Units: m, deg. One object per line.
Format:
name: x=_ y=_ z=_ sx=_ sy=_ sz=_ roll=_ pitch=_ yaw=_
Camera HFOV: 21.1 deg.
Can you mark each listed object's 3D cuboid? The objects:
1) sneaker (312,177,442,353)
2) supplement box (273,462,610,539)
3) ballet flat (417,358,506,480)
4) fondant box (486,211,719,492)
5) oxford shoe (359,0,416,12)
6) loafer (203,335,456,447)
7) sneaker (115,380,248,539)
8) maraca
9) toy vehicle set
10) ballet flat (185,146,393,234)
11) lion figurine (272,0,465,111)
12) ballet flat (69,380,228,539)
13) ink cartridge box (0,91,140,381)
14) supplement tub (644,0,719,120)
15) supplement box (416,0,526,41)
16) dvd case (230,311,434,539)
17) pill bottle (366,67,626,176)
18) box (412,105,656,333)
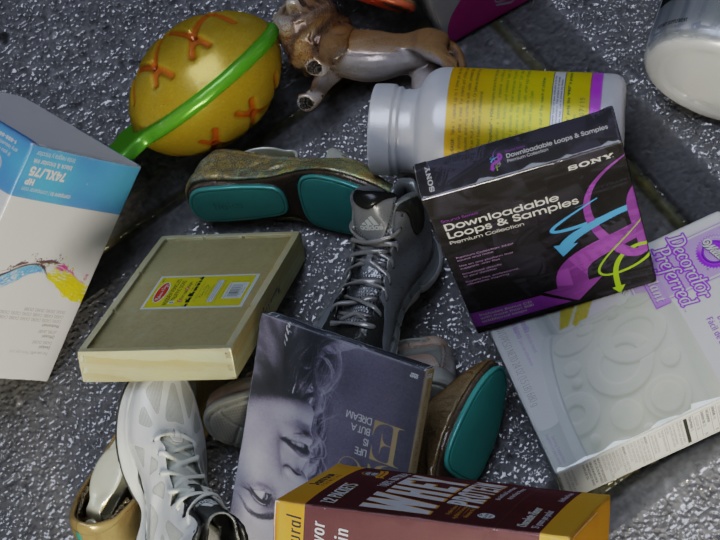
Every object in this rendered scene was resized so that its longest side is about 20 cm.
sneaker: x=0.000 y=0.000 z=1.469 sx=0.075 sy=0.116 sz=0.200 roll=8 pitch=41 yaw=21
supplement box: x=0.053 y=0.247 z=1.300 sx=0.199 sy=0.133 sz=0.199 roll=4 pitch=97 yaw=18
ballet flat: x=0.052 y=0.158 z=1.441 sx=0.072 sy=0.068 sz=0.201 roll=4 pitch=73 yaw=33
fondant box: x=0.212 y=0.063 z=1.449 sx=0.199 sy=0.058 sz=0.145 roll=-24 pitch=57 yaw=1
oxford shoe: x=-0.017 y=-0.283 z=1.677 sx=0.200 sy=0.071 sz=0.073 roll=36 pitch=104 yaw=36
loafer: x=-0.022 y=0.093 z=1.503 sx=0.199 sy=0.072 sz=0.063 roll=-7 pitch=43 yaw=5
sneaker: x=-0.122 y=0.160 z=1.437 sx=0.115 sy=0.075 sz=0.202 roll=-20 pitch=72 yaw=52
maraca: x=-0.148 y=-0.144 z=1.639 sx=0.200 sy=0.137 sz=0.107 roll=-38 pitch=101 yaw=7
toy vehicle set: x=-0.129 y=0.026 z=1.523 sx=0.123 sy=0.027 sz=0.200 roll=-1 pitch=27 yaw=16
ballet flat: x=-0.047 y=-0.072 z=1.599 sx=0.199 sy=0.071 sz=0.071 roll=3 pitch=63 yaw=18
lion figurine: x=0.015 y=-0.183 z=1.641 sx=0.199 sy=0.073 sz=0.123 roll=14 pitch=38 yaw=7
ballet flat: x=-0.164 y=0.132 z=1.517 sx=0.068 sy=0.063 sz=0.201 roll=16 pitch=67 yaw=25
ink cartridge box: x=-0.306 y=-0.032 z=1.561 sx=0.146 sy=0.146 sz=0.201 roll=29 pitch=100 yaw=28
supplement tub: x=0.310 y=-0.230 z=1.544 sx=0.122 sy=0.123 sz=0.201 roll=12 pitch=66 yaw=22
supplement box: x=0.063 y=-0.311 z=1.673 sx=0.101 sy=0.103 sz=0.201 roll=-28 pitch=57 yaw=-1
dvd case: x=-0.027 y=0.146 z=1.414 sx=0.148 sy=0.016 sz=0.201 roll=17 pitch=106 yaw=31
pill bottle: x=0.108 y=-0.108 z=1.532 sx=0.199 sy=0.104 sz=0.105 roll=3 pitch=63 yaw=8
box: x=0.128 y=-0.032 z=1.376 sx=0.142 sy=0.200 sz=0.036 roll=-17 pitch=57 yaw=7
